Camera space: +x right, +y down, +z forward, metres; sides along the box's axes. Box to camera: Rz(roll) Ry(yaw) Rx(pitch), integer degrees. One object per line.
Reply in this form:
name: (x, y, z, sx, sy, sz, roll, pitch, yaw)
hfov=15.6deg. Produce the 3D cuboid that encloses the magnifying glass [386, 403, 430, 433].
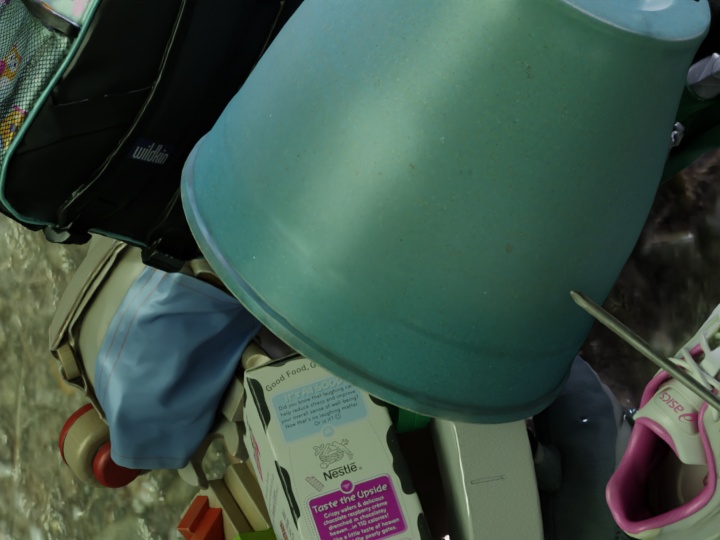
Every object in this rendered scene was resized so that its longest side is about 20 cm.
magnifying glass: (0.000, 0.000, 1.272, 0.200, 0.022, 0.080, -115, 18, -49)

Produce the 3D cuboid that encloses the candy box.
candy box: (0.003, 0.146, 1.228, 0.136, 0.061, 0.201, 101, 150, -73)

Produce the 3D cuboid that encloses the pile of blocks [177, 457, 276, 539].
pile of blocks: (-0.055, 0.201, 1.442, 0.082, 0.062, 0.201, -27, 75, 45)

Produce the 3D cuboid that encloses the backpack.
backpack: (-0.107, -0.124, 1.315, 0.201, 0.175, 0.153, -55, 49, 18)

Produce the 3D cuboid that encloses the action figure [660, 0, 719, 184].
action figure: (0.141, -0.089, 1.212, 0.200, 0.054, 0.119, -40, 68, 46)

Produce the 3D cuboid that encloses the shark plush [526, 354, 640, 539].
shark plush: (0.105, 0.086, 1.242, 0.090, 0.083, 0.202, -11, 82, 42)

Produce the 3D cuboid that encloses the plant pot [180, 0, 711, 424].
plant pot: (0.051, -0.070, 1.148, 0.200, 0.199, 0.189, 51, 123, 31)

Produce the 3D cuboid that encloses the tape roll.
tape roll: (0.044, 0.099, 1.272, 0.203, 0.037, 0.204, 171, 90, -78)

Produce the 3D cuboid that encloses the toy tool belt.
toy tool belt: (-0.105, 0.055, 1.441, 0.123, 0.124, 0.201, 44, 125, 45)

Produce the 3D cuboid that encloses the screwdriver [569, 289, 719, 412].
screwdriver: (0.166, 0.068, 1.131, 0.199, 0.028, 0.029, 35, 161, -6)

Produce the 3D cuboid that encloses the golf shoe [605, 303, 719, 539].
golf shoe: (0.174, 0.044, 1.159, 0.075, 0.091, 0.201, 41, 121, 38)
